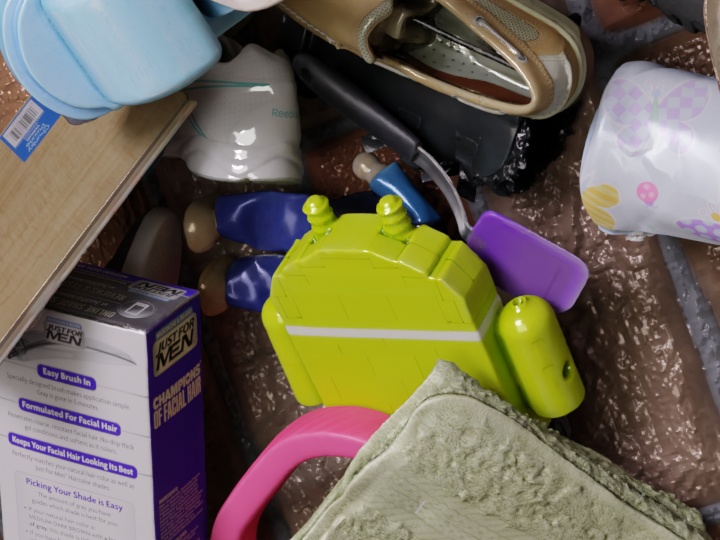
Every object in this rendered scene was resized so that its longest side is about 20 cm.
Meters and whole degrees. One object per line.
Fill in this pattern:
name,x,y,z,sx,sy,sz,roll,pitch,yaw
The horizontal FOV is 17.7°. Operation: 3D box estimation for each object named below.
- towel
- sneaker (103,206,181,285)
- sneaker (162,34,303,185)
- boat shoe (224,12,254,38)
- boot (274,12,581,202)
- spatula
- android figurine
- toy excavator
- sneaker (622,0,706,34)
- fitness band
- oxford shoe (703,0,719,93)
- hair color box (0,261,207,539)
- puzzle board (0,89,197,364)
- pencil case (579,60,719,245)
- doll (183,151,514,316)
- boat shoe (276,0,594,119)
towel,0.075,0.148,1.217,0.200,0.037,0.149,32,107,-19
sneaker,-0.177,0.033,1.379,0.099,0.071,0.200,31,118,15
sneaker,-0.100,-0.098,1.299,0.200,0.070,0.081,13,100,45
boat shoe,-0.079,-0.191,1.299,0.072,0.063,0.200,25,131,-26
boot,0.044,-0.145,1.219,0.162,0.073,0.199,27,119,24
spatula,0.036,-0.048,1.206,0.200,0.021,0.057,44,148,16
android figurine,0.027,0.041,1.236,0.182,0.041,0.200,-1,129,34
toy excavator,-0.077,-0.138,1.109,0.194,0.200,0.100,-36,119,-6
sneaker,0.158,-0.162,1.166,0.200,0.073,0.082,47,143,12
fitness band,-0.009,0.159,1.300,0.144,0.037,0.200,40,133,3
oxford shoe,0.210,-0.062,1.056,0.070,0.075,0.201,-30,71,16
hair color box,-0.148,0.101,1.313,0.109,0.065,0.201,13,120,25
puzzle board,-0.179,-0.034,1.266,0.200,0.017,0.151,-53,34,0
pencil case,0.208,-0.042,1.141,0.199,0.083,0.091,15,93,25
doll,0.000,0.000,1.285,0.199,0.048,0.137,3,114,31
boat shoe,0.017,-0.131,1.156,0.199,0.076,0.072,23,118,22
